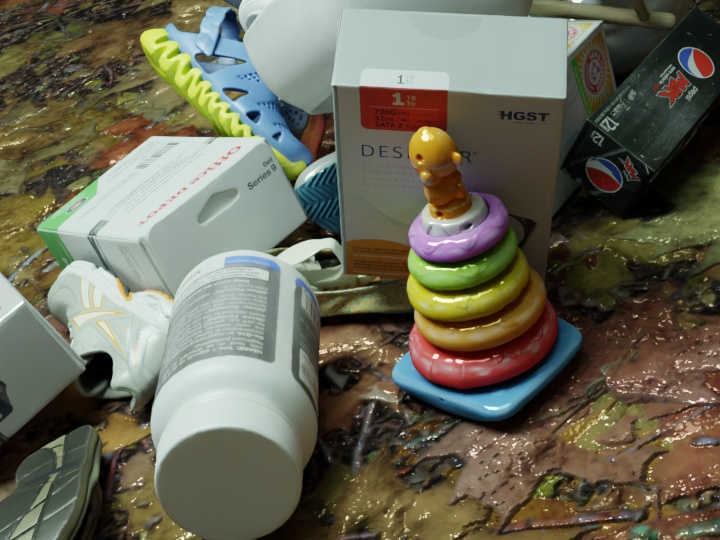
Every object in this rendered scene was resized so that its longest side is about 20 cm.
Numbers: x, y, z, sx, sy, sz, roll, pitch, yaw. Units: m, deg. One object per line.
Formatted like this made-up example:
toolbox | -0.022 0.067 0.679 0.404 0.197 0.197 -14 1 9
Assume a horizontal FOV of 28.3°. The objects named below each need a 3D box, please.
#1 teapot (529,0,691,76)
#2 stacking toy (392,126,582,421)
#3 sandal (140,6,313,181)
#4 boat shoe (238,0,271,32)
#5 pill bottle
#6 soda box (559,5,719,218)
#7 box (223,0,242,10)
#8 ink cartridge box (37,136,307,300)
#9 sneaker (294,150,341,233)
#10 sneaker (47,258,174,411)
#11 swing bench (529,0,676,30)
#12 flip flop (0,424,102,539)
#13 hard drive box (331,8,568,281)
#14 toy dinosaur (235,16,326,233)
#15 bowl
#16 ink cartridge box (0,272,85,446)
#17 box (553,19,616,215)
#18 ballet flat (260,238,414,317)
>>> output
teapot | 0.222 -0.258 1.338 0.199 0.146 0.199 34 90 26
stacking toy | 0.068 -0.010 0.963 0.115 0.202 0.110 15 44 43
sandal | -0.105 -0.161 1.240 0.087 0.080 0.200 -40 71 -8
boat shoe | -0.020 -0.171 1.207 0.199 0.072 0.069 31 47 -2
pill bottle | -0.084 0.084 0.981 0.112 0.115 0.201 -13 30 8
soda box | 0.247 -0.133 1.174 0.071 0.064 0.200 39 53 9
box | -0.007 -0.248 1.306 0.199 0.051 0.158 31 41 5
ink cartridge box | -0.162 -0.041 1.208 0.146 0.085 0.199 -41 26 -25
sneaker | 0.021 -0.092 1.249 0.198 0.077 0.081 -24 31 -27
sneaker | -0.210 0.054 1.143 0.092 0.076 0.199 -48 34 -22
swing bench | 0.174 -0.320 1.223 0.198 0.130 0.202 4 79 23
flip flop | -0.211 0.170 0.978 0.080 0.058 0.200 -21 15 4
hard drive box | 0.062 -0.082 1.005 0.154 0.201 0.077 3 52 6
toy dinosaur | -0.047 -0.146 1.319 0.200 0.105 0.182 40 83 20
bowl | 0.026 -0.178 1.083 0.198 0.076 0.200 -13 -5 -23
ink cartridge box | -0.328 0.090 1.090 0.200 0.085 0.144 -43 36 -11
box | 0.126 -0.116 1.188 0.100 0.114 0.200 7 38 37
ballet flat | 0.000 0.000 1.116 0.197 0.071 0.071 -8 32 17
